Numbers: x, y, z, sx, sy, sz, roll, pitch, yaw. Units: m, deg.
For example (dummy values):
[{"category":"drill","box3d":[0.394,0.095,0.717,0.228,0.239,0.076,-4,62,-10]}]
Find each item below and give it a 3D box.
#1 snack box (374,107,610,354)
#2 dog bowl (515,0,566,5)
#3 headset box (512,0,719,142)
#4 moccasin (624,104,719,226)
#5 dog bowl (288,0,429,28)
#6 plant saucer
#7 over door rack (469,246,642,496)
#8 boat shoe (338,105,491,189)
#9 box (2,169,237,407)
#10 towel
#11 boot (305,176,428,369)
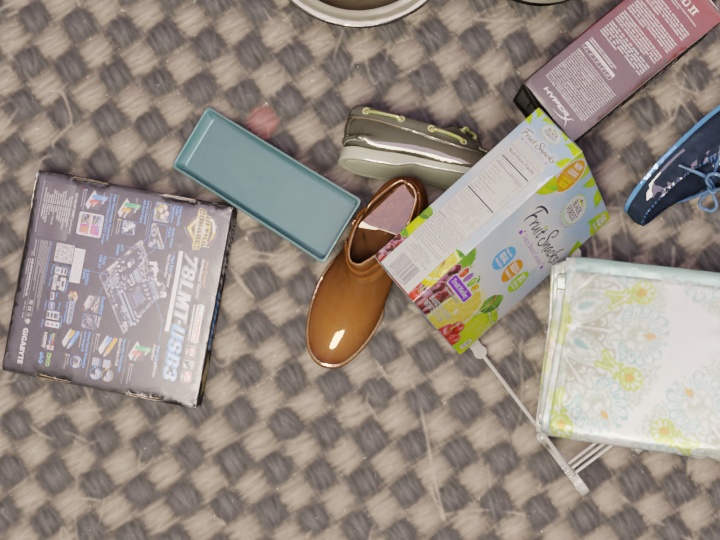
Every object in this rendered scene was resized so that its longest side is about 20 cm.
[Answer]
[{"category":"snack box","box3d":[0.126,-0.032,1.432,0.200,0.169,0.068,-43,64,1]},{"category":"dog bowl","box3d":[0.177,-0.356,1.459,0.198,0.074,0.203,2,85,-24]},{"category":"headset box","box3d":[0.245,-0.202,1.462,0.199,0.149,0.075,-39,89,2]},{"category":"moccasin","box3d":[0.341,-0.109,1.490,0.200,0.080,0.068,-42,77,2]},{"category":"dog bowl","box3d":[-0.001,-0.329,1.507,0.198,0.074,0.203,0,89,1]},{"category":"plant saucer","box3d":[-0.090,-0.082,1.499,0.199,0.019,0.070,32,90,24]},{"category":"over door rack","box3d":[0.210,0.095,1.507,0.147,0.067,0.201,-37,75,1]},{"category":"boat shoe","box3d":[0.080,-0.113,1.503,0.199,0.072,0.061,10,76,-7]},{"category":"box","box3d":[-0.234,0.018,1.522,0.196,0.050,0.202,10,89,1]},{"category":"towel","box3d":[0.265,0.080,1.439,0.198,0.048,0.173,7,83,15]},{"category":"boot","box3d":[0.000,0.000,1.462,0.073,0.155,0.202,25,90,2]}]
